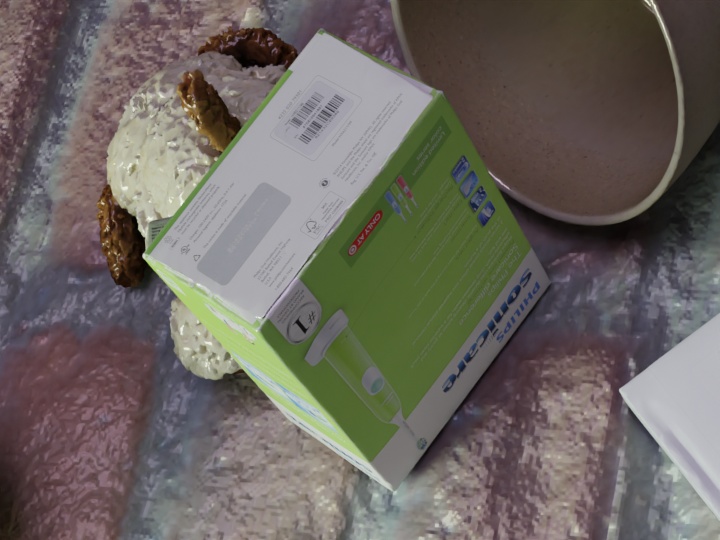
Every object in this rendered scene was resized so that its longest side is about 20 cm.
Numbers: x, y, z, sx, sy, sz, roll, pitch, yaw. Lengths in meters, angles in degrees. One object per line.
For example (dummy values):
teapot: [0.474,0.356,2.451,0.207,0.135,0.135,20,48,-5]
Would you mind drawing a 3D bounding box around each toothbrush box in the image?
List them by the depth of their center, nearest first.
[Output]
toothbrush box: [0.000,0.000,1.027,0.086,0.200,0.146,30,78,34]

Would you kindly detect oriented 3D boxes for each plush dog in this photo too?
plush dog: [-0.084,-0.063,1.146,0.200,0.160,0.172,-51,33,-9]

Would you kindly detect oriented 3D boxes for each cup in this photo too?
cup: [0.135,-0.145,1.075,0.143,0.201,0.200,-34,50,-32]

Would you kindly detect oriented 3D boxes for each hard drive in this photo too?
hard drive: [0.246,0.048,1.003,0.200,0.025,0.132,-37,56,1]
